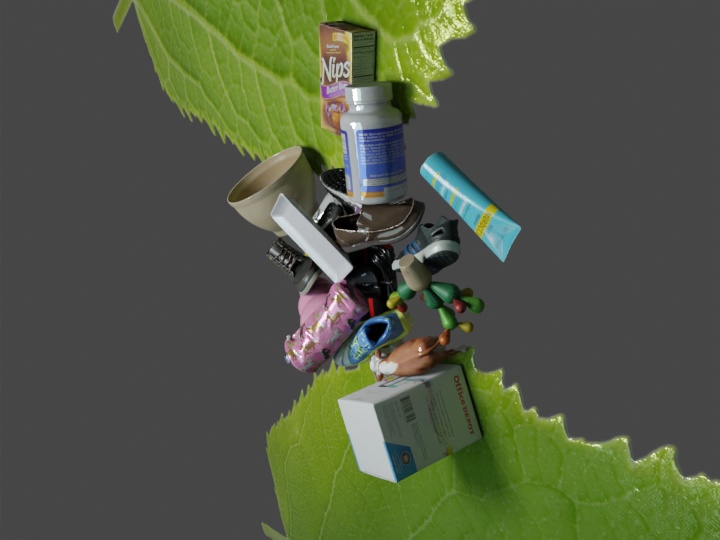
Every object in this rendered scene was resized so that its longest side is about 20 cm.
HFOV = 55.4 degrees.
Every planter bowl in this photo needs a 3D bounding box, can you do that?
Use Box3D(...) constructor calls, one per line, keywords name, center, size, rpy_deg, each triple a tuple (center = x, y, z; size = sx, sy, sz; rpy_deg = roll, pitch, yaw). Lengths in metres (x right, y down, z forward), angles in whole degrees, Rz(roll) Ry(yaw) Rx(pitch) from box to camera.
Box3D(name="planter bowl", center=(-0.177, -0.164, 1.532), size=(0.200, 0.200, 0.135), rpy_deg=(12, 143, 57))

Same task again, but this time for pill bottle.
Box3D(name="pill bottle", center=(0.023, -0.226, 1.211), size=(0.112, 0.112, 0.201), rpy_deg=(24, 125, 53))

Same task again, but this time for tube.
Box3D(name="tube", center=(0.175, -0.107, 1.090), size=(0.200, 0.050, 0.078), rpy_deg=(50, 151, 25))

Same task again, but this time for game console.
Box3D(name="game console", center=(0.026, 0.028, 1.433), size=(0.177, 0.031, 0.201), rpy_deg=(18, 121, 52))

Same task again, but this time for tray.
Box3D(name="tray", center=(-0.092, -0.064, 1.346), size=(0.200, 0.022, 0.107), rpy_deg=(46, 154, 1))

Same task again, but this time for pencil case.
Box3D(name="pencil case", center=(-0.068, 0.111, 1.355), size=(0.200, 0.086, 0.083), rpy_deg=(-48, 38, 18))

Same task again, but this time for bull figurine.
Box3D(name="bull figurine", center=(0.102, 0.158, 1.274), size=(0.200, 0.121, 0.065), rpy_deg=(-25, 84, 60))

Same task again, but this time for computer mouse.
Box3D(name="computer mouse", center=(0.000, 0.000, 1.357), size=(0.200, 0.046, 0.141), rpy_deg=(23, 138, 53))

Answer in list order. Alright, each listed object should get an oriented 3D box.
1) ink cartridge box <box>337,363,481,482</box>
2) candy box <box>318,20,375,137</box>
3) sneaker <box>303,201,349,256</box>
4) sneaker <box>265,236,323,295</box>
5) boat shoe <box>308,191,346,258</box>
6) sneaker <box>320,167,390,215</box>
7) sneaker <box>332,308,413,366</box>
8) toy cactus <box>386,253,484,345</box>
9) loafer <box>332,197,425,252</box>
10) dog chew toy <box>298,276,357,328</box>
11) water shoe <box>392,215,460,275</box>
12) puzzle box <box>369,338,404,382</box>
Box3D(name="ink cartridge box", center=(0.092, 0.275, 1.276), size=(0.146, 0.199, 0.147), rpy_deg=(-14, 94, 62))
Box3D(name="candy box", center=(-0.027, -0.354, 1.283), size=(0.117, 0.056, 0.201), rpy_deg=(36, 134, 47))
Box3D(name="sneaker", center=(-0.050, -0.070, 1.404), size=(0.090, 0.070, 0.200), rpy_deg=(26, 152, -8))
Box3D(name="sneaker", center=(-0.150, -0.011, 1.491), size=(0.106, 0.075, 0.200), rpy_deg=(37, 177, -16))
Box3D(name="boat shoe", center=(-0.079, -0.099, 1.494), size=(0.072, 0.068, 0.200), rpy_deg=(58, 148, 24))
Box3D(name="sneaker", center=(-0.018, -0.133, 1.373), size=(0.200, 0.076, 0.088), rpy_deg=(42, 145, 42))
Box3D(name="sneaker", center=(0.004, 0.133, 1.352), size=(0.200, 0.105, 0.076), rpy_deg=(-36, 73, 25))
Box3D(name="toy cactus", center=(0.111, 0.043, 1.187), size=(0.200, 0.102, 0.165), rpy_deg=(15, 151, 49))
Box3D(name="loafer", center=(0.026, -0.088, 1.249), size=(0.199, 0.073, 0.071), rpy_deg=(-20, 130, 33))
Box3D(name="dog chew toy", center=(-0.081, 0.084, 1.499), size=(0.200, 0.124, 0.125), rpy_deg=(-120, 27, -55))
Box3D(name="water shoe", center=(0.121, -0.041, 1.211), size=(0.200, 0.071, 0.079), rpy_deg=(157, 124, -64))
Box3D(name="puzzle box", center=(0.079, 0.248, 1.460), size=(0.133, 0.025, 0.201), rpy_deg=(-23, 85, 61))
